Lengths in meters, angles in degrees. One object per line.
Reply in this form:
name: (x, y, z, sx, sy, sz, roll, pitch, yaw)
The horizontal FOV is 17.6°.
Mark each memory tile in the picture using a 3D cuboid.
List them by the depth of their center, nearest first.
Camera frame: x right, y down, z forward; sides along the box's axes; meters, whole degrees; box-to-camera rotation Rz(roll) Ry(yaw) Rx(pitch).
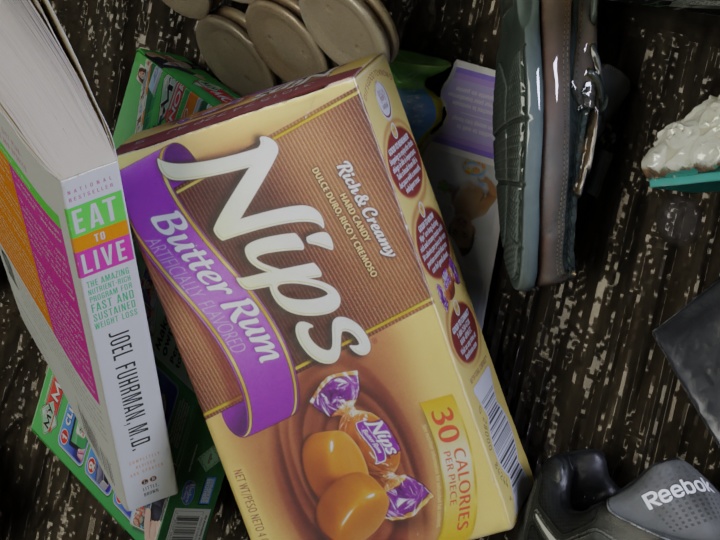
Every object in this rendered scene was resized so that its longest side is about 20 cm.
memory tile: (-0.072, -0.160, 1.008, 0.200, 0.017, 0.153, 53, 154, -15)

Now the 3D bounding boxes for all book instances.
book: (-0.126, -0.008, 0.997, 0.201, 0.048, 0.134, 86, 158, -46)

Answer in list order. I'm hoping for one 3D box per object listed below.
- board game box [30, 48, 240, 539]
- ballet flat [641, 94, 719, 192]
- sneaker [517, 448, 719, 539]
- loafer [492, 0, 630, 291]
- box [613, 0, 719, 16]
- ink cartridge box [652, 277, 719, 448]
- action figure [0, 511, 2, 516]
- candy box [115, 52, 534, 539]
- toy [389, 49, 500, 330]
board game box: (-0.090, 0.014, 1.083, 0.134, 0.029, 0.201, 38, 116, 50)
ballet flat: (0.204, -0.064, 0.879, 0.199, 0.072, 0.072, -1, 91, 27)
sneaker: (0.128, 0.124, 0.911, 0.200, 0.066, 0.091, 23, 112, 49)
loafer: (0.088, -0.092, 0.959, 0.062, 0.072, 0.201, -2, 92, -6)
box: (0.107, -0.201, 0.897, 0.040, 0.137, 0.201, -18, 81, 34)
ink cartridge box: (0.203, 0.079, 0.898, 0.099, 0.039, 0.201, -41, 70, 29)
action figure: (-0.246, 0.073, 1.204, 0.149, 0.133, 0.201, 101, 155, -63)
candy box: (-0.014, 0.023, 0.979, 0.116, 0.056, 0.201, -16, 102, 18)
toy: (0.000, 0.000, 1.034, 0.115, 0.047, 0.201, 19, 102, 35)
